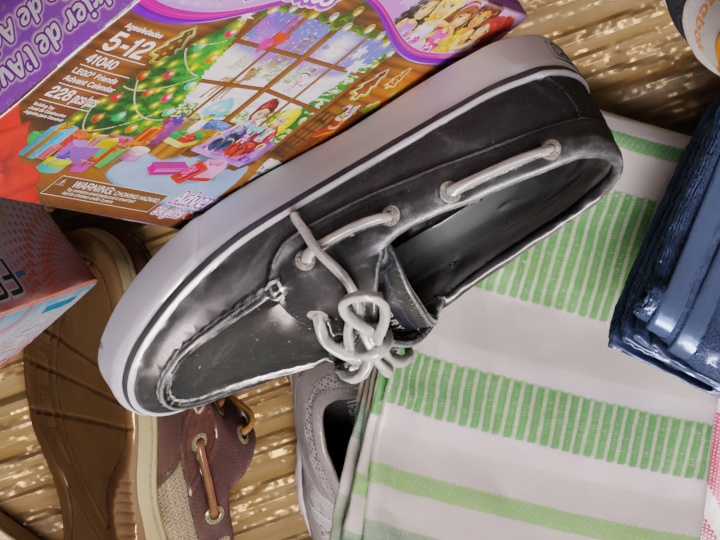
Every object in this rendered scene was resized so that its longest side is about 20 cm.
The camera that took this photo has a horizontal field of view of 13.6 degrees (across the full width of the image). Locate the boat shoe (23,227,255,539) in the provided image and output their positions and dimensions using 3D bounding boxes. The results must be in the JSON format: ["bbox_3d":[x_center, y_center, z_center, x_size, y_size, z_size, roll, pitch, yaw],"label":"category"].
[{"bbox_3d":[-0.079,0.068,1.183,0.072,0.072,0.201,-26,121,-35],"label":"boat shoe"}]

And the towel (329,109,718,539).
[{"bbox_3d":[0.069,0.037,1.110,0.152,0.201,0.023,13,171,-24],"label":"towel"}]

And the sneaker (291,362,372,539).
[{"bbox_3d":[0.007,0.087,1.180,0.074,0.082,0.201,-15,128,6],"label":"sneaker"}]

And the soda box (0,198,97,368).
[{"bbox_3d":[-0.172,0.011,1.039,0.064,0.200,0.069,-40,83,22],"label":"soda box"}]

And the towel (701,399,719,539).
[{"bbox_3d":[0.161,0.054,1.183,0.199,0.030,0.147,-26,97,16],"label":"towel"}]

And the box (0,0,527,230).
[{"bbox_3d":[-0.046,-0.071,0.982,0.137,0.039,0.200,-38,159,21],"label":"box"}]

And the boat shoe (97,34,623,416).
[{"bbox_3d":[0.001,0.001,1.043,0.199,0.068,0.074,-31,145,4],"label":"boat shoe"}]

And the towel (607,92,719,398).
[{"bbox_3d":[0.199,0.021,1.112,0.199,0.112,0.049,26,166,-3],"label":"towel"}]

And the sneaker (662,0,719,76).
[{"bbox_3d":[0.203,-0.077,1.090,0.199,0.080,0.079,9,125,-16],"label":"sneaker"}]

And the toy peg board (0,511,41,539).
[{"bbox_3d":[-0.183,0.207,1.229,0.199,0.098,0.200,-44,121,11],"label":"toy peg board"}]
